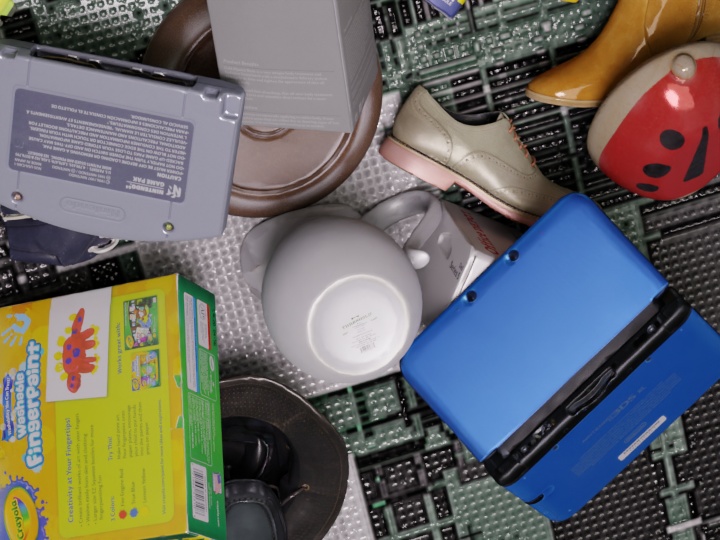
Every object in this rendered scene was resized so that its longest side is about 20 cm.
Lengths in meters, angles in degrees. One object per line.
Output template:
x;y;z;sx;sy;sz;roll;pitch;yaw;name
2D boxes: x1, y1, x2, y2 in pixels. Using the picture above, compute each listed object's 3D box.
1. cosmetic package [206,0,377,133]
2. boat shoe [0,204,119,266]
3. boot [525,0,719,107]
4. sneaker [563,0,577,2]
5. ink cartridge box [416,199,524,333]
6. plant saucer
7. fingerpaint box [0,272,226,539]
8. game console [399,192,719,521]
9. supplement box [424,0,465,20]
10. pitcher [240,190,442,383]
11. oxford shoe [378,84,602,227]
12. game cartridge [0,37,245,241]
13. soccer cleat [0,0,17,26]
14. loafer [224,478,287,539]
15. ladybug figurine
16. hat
-0.053;-0.205;1.584;0.106;0.090;0.201;7;130;14;cosmetic package
-0.192;-0.057;1.682;0.198;0.075;0.094;-2;114;12;boat shoe
0.221;-0.214;1.721;0.199;0.071;0.145;-12;116;-20;boot
0.161;-0.250;1.635;0.077;0.200;0.074;23;90;1;sneaker
0.147;0.032;1.746;0.199;0.146;0.085;21;104;-16;ink cartridge box
-0.077;-0.135;1.712;0.198;0.032;0.202;-4;108;-11;plant saucer
-0.194;0.120;1.662;0.165;0.073;0.202;-11;71;20;fingerpaint box
0.162;0.070;1.674;0.200;0.119;0.171;-43;142;7;game console
0.073;-0.311;1.645;0.108;0.110;0.201;31;98;-18;supplement box
0.000;0.000;1.679;0.171;0.200;0.122;-28;111;-3;pitcher
0.117;-0.085;1.745;0.199;0.071;0.074;22;99;-17;oxford shoe
-0.191;-0.091;1.604;0.198;0.041;0.134;12;113;1;game cartridge
-0.300;-0.208;1.578;0.083;0.065;0.200;19;144;-25;soccer cleat
-0.091;0.253;1.746;0.067;0.071;0.202;-1;128;-5;loafer
0.248;-0.112;1.701;0.135;0.200;0.072;-24;70;-3;ladybug figurine
-0.099;0.151;1.769;0.198;0.081;0.202;-1;124;-1;hat
